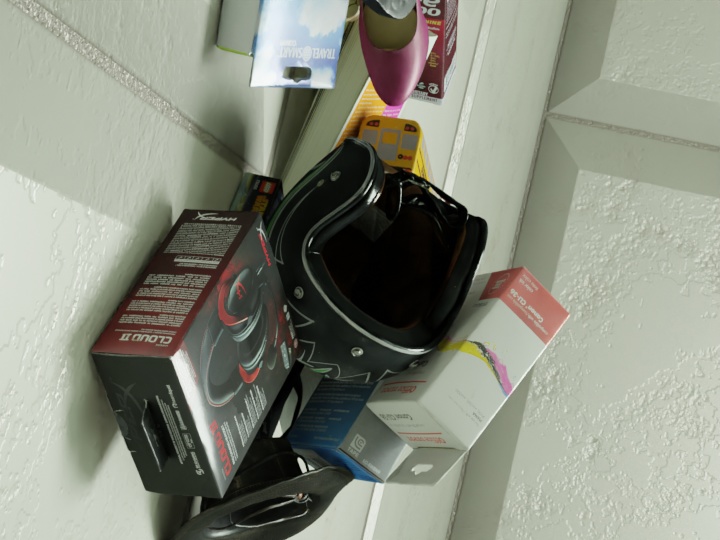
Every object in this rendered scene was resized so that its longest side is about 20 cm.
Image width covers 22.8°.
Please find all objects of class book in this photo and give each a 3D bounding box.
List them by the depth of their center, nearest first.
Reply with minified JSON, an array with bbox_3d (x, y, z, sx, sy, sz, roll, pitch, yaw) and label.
[{"bbox_3d":[-0.001,-0.150,1.759,0.133,0.048,0.201,-6,125,-63],"label":"book"}]

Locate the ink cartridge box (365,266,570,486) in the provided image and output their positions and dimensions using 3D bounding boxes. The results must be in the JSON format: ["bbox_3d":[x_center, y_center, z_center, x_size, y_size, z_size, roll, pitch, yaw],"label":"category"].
[{"bbox_3d":[0.082,0.094,1.576,0.200,0.067,0.116,-51,-167,-19],"label":"ink cartridge box"}]

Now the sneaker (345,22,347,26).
[{"bbox_3d":[-0.011,-0.190,1.848,0.084,0.073,0.201,-102,-172,-49],"label":"sneaker"}]

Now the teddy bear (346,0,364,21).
[{"bbox_3d":[-0.033,-0.281,1.608,0.201,0.066,0.146,88,21,-49],"label":"teddy bear"}]

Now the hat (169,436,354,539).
[{"bbox_3d":[-0.108,0.202,1.658,0.201,0.199,0.081,66,-2,-71],"label":"hat"}]

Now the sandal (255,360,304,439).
[{"bbox_3d":[-0.082,0.120,1.717,0.076,0.043,0.201,-17,135,-53],"label":"sandal"}]

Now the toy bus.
[{"bbox_3d":[0.037,-0.075,1.790,0.200,0.064,0.079,70,30,-66],"label":"toy bus"}]

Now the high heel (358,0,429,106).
[{"bbox_3d":[0.020,-0.249,1.598,0.096,0.067,0.202,-18,104,-76],"label":"high heel"}]

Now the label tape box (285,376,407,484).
[{"bbox_3d":[0.023,0.099,1.693,0.201,0.063,0.144,-58,-162,-15],"label":"label tape box"}]

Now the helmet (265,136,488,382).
[{"bbox_3d":[0.000,0.000,1.564,0.192,0.199,0.200,-59,168,0],"label":"helmet"}]

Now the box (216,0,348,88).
[{"bbox_3d":[-0.055,-0.255,1.482,0.121,0.047,0.202,-7,111,-53],"label":"box"}]

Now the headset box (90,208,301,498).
[{"bbox_3d":[-0.129,0.070,1.408,0.201,0.074,0.150,-62,146,-46],"label":"headset box"}]

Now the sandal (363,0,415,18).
[{"bbox_3d":[0.000,-0.261,1.463,0.200,0.043,0.077,12,95,-56],"label":"sandal"}]

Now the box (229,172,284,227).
[{"bbox_3d":[-0.112,0.032,1.619,0.137,0.040,0.201,86,20,-53],"label":"box"}]

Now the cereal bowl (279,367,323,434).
[{"bbox_3d":[-0.041,0.103,1.856,0.200,0.083,0.202,-167,-90,-77],"label":"cereal bowl"}]

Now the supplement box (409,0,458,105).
[{"bbox_3d":[0.047,-0.277,1.894,0.201,0.108,0.061,89,18,-46],"label":"supplement box"}]
